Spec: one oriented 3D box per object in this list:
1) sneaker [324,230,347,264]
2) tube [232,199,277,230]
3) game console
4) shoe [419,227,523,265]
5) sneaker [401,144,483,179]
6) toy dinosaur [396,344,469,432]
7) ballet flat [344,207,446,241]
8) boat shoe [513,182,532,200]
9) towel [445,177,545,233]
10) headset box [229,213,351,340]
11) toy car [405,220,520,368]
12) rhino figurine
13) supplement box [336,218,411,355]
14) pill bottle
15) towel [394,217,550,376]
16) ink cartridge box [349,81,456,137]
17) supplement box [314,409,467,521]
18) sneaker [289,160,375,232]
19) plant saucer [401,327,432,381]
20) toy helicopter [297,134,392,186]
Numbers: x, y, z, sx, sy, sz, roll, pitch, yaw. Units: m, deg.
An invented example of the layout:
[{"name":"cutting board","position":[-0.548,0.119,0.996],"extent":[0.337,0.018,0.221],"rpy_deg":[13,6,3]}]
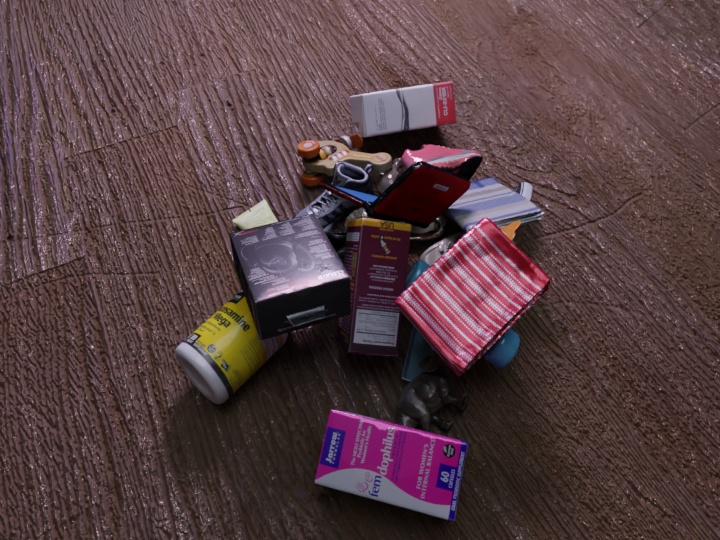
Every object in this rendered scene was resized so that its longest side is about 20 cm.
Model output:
[{"name":"sneaker","position":[-0.001,0.001,1.091],"extent":[0.196,0.113,0.077],"rpy_deg":[28,57,18]},{"name":"tube","position":[-0.161,-0.054,1.170],"extent":[0.057,0.053,0.200],"rpy_deg":[-3,42,-46]},{"name":"game console","position":[0.061,-0.144,1.051],"extent":[0.198,0.172,0.120],"rpy_deg":[2,52,-57]},{"name":"shoe","position":[0.193,-0.047,1.131],"extent":[0.195,0.053,0.072],"rpy_deg":[-20,63,12]},{"name":"sneaker","position":[0.159,-0.216,1.218],"extent":[0.197,0.074,0.088],"rpy_deg":[-16,59,-39]},{"name":"toy dinosaur","position":[0.104,0.202,0.981],"extent":[0.101,0.077,0.202],"rpy_deg":[36,92,26]},{"name":"ballet flat","position":[0.067,-0.089,1.178],"extent":[0.193,0.078,0.064],"rpy_deg":[-3,12,-3]},{"name":"boat shoe","position":[0.270,-0.098,1.195],"extent":[0.069,0.073,0.202],"rpy_deg":[24,59,11]},{"name":"towel","position":[0.218,-0.116,1.125],"extent":[0.142,0.024,0.201],"rpy_deg":[-13,27,-10]},{"name":"headset box","position":[-0.107,0.009,0.963],"extent":[0.145,0.079,0.201],"rpy_deg":[-15,42,-16]},{"name":"toy car","position":[0.191,0.007,0.991],"extent":[0.182,0.203,0.177],"rpy_deg":[31,11,-6]},{"name":"rhino figurine","position":[0.122,-0.151,1.238],"extent":[0.195,0.061,0.089],"rpy_deg":[21,50,4]},{"name":"supplement box","position":[0.019,0.024,1.009],"extent":[0.083,0.110,0.207],"rpy_deg":[5,91,-13]},{"name":"pill bottle","position":[-0.188,0.104,1.010],"extent":[0.111,0.114,0.200],"rpy_deg":[34,59,22]},{"name":"towel","position":[0.164,0.032,0.912],"extent":[0.199,0.023,0.145],"rpy_deg":[-41,77,-14]},{"name":"ink cartridge box","position":[0.084,-0.336,1.316],"extent":[0.194,0.086,0.144],"rpy_deg":[-11,15,-9]},{"name":"supplement box","position":[0.044,0.269,0.887],"extent":[0.194,0.104,0.104],"rpy_deg":[11,78,9]},{"name":"sneaker","position":[-0.057,-0.138,1.189],"extent":[0.196,0.115,0.076],"rpy_deg":[-27,57,-20]},{"name":"plant saucer","position":[0.122,0.107,1.076],"extent":[0.068,0.019,0.204],"rpy_deg":[12,54,8]},{"name":"toy helicopter","position":[-0.024,-0.229,1.267],"extent":[0.194,0.081,0.133],"rpy_deg":[11,41,22]}]
